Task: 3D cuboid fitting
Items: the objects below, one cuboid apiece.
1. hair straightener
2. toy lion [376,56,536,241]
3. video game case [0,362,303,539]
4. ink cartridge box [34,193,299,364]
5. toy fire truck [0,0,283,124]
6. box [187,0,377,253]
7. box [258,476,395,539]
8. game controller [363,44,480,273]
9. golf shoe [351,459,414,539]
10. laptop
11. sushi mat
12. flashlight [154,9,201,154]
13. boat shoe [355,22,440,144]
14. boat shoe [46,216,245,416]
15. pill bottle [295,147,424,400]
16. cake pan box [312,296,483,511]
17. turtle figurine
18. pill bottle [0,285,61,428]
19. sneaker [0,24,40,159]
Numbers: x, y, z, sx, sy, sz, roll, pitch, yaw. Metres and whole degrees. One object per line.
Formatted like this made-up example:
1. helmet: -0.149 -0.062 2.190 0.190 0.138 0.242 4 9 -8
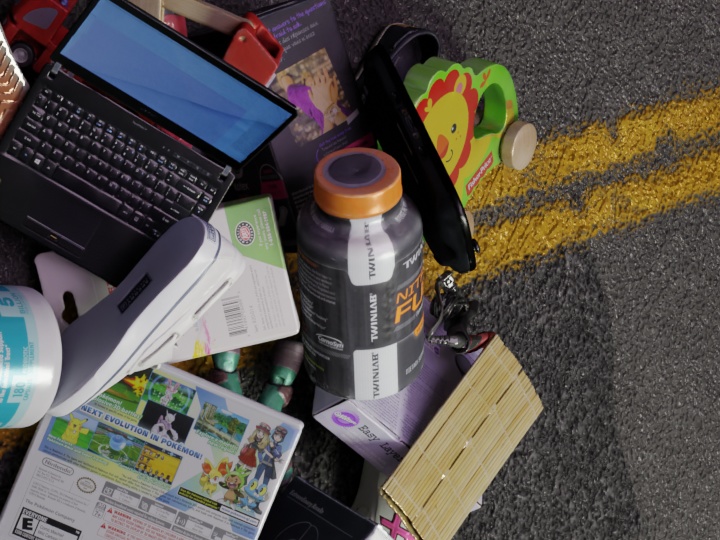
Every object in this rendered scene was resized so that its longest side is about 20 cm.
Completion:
1. hair straightener: 0.079 0.040 1.603 0.077 0.041 0.200 63 14 5
2. toy lion: 0.082 -0.125 1.666 0.200 0.068 0.193 -52 146 -30
3. video game case: -0.170 0.169 1.438 0.198 0.022 0.184 23 87 -5
4. ink cartridge box: -0.158 0.015 1.476 0.198 0.067 0.118 -12 97 -1
5. toy fire truck: -0.177 -0.183 1.435 0.199 0.141 0.049 36 22 -12
6. box: -0.067 -0.126 1.551 0.105 0.122 0.202 -24 102 -30
7. box: -0.053 0.297 1.502 0.200 0.148 0.107 -50 118 -11
8. game controller: 0.050 -0.094 1.486 0.042 0.105 0.201 -18 59 -11
9. golf shoe: 0.009 0.255 1.631 0.091 0.072 0.202 10 81 -39
10. laptop: -0.176 -0.087 1.364 0.176 0.103 0.201 31 94 -16
11. sushi mat: 0.093 0.156 1.591 0.200 0.012 0.096 -50 118 -33
12. flashlight: -0.168 -0.143 1.513 0.067 0.068 0.202 -8 95 -11
13. boat shoe: 0.020 -0.147 1.669 0.074 0.062 0.201 38 66 -33
14. boat shoe: -0.169 0.048 1.392 0.200 0.074 0.065 -42 131 13
15. pill bottle: 0.000 0.000 1.472 0.106 0.106 0.202 -34 137 -35
16. cake pan box: 0.040 0.102 1.634 0.200 0.052 0.185 40 36 -32
17. turtle figurine: -0.105 0.153 1.533 0.149 0.100 0.202 24 67 -36
18. pill bottle: -0.333 0.064 1.336 0.199 0.110 0.112 2 86 -39
19. sneaker: -0.303 -0.147 1.402 0.071 0.080 0.202 -27 126 -22
